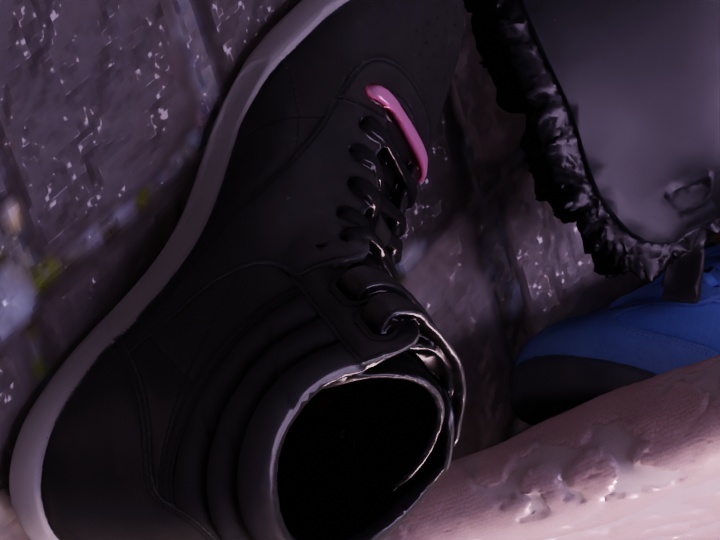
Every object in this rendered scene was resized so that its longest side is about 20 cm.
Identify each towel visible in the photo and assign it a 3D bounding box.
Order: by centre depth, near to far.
[{"bbox_3d":[0.109,0.064,0.798,0.191,0.199,0.032,17,55,-54],"label":"towel"}]

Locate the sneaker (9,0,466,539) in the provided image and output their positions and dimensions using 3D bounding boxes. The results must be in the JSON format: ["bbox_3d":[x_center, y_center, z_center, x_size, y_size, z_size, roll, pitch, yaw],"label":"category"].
[{"bbox_3d":[0.000,0.000,0.715,0.200,0.099,0.071,-58,136,-24],"label":"sneaker"}]

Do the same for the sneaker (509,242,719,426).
[{"bbox_3d":[0.111,0.018,0.890,0.200,0.066,0.079,6,85,-53],"label":"sneaker"}]

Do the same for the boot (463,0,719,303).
[{"bbox_3d":[0.106,-0.105,0.800,0.162,0.073,0.199,-24,103,-3],"label":"boot"}]
